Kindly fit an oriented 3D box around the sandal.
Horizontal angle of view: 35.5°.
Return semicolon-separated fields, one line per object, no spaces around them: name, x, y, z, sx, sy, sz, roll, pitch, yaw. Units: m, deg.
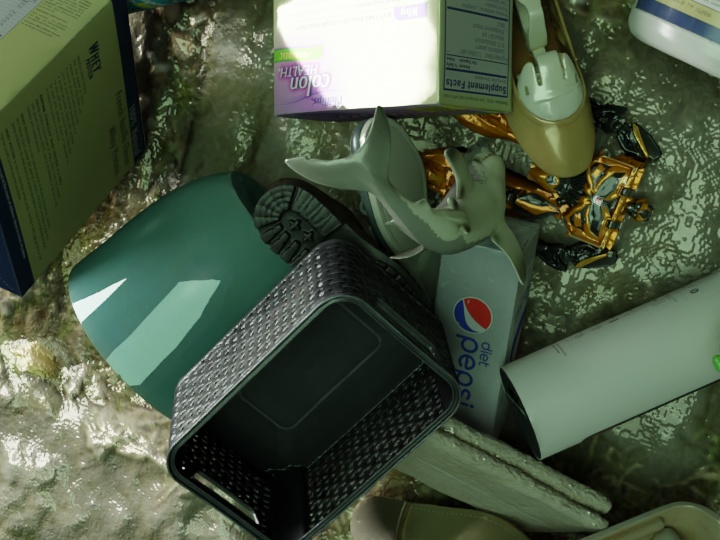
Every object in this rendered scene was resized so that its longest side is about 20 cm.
sandal;0.093;0.250;1.011;0.210;0.069;0.078;11;81;37

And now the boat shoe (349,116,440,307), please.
boat shoe;0.021;-0.046;0.934;0.061;0.073;0.201;11;145;33

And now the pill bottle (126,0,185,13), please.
pill bottle;-0.164;-0.279;0.937;0.199;0.110;0.112;0;101;42

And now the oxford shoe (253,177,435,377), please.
oxford shoe;0.000;0.000;0.905;0.072;0.084;0.200;-36;102;13

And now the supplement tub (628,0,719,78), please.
supplement tub;0.297;-0.235;0.806;0.144;0.144;0.201;28;108;12

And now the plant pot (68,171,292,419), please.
plant pot;-0.122;0.014;0.970;0.161;0.200;0.201;-42;85;13

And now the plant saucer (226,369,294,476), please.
plant saucer;-0.031;0.124;0.966;0.201;0.199;0.029;-60;41;18

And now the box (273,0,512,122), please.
box;0.024;-0.222;0.883;0.175;0.096;0.202;3;94;42

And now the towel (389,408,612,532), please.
towel;0.100;0.166;0.934;0.199;0.132;0.035;29;66;-17

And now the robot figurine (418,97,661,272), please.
robot figurine;0.145;-0.082;0.930;0.199;0.058;0.146;23;107;14

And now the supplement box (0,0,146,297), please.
supplement box;-0.299;-0.130;0.955;0.133;0.200;0.201;23;145;13

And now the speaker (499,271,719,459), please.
speaker;0.212;0.074;0.887;0.199;0.081;0.082;-23;92;-4

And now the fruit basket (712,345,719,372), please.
fruit basket;0.360;0.028;0.804;0.155;0.215;0.217;-19;94;56

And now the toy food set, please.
toy food set;0.203;0.283;0.910;0.198;0.060;0.145;-17;124;-14

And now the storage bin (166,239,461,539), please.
storage bin;-0.037;0.095;0.846;0.135;0.094;0.200;40;108;-21

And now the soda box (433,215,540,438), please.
soda box;0.098;0.053;0.940;0.068;0.063;0.202;14;121;17

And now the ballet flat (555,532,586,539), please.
ballet flat;0.144;0.319;1.001;0.076;0.064;0.201;40;109;9

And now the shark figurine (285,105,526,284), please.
shark figurine;0.043;-0.036;0.823;0.089;0.214;0.129;-25;77;33

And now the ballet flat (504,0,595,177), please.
ballet flat;0.135;-0.171;0.879;0.068;0.063;0.202;-15;72;0
